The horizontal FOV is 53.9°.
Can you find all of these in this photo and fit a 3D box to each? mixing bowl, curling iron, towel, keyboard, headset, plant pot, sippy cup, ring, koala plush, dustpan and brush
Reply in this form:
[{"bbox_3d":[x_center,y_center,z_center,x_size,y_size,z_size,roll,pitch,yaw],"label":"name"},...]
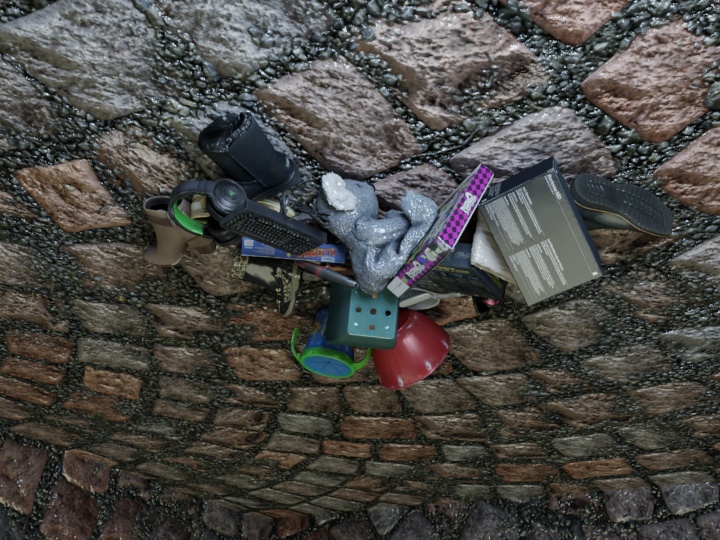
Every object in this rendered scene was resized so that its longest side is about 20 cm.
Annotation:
[{"bbox_3d":[0.099,0.163,1.628,0.196,0.202,0.110,-19,116,34],"label":"mixing bowl"},{"bbox_3d":[-0.060,0.004,1.301,0.049,0.026,0.198,13,-179,-34],"label":"curling iron"},{"bbox_3d":[0.284,-0.042,1.290,0.196,0.136,0.034,22,161,-29],"label":"towel"},{"bbox_3d":[-0.123,-0.073,1.159,0.125,0.021,0.198,-31,151,27],"label":"keyboard"},{"bbox_3d":[-0.218,-0.106,1.178,0.194,0.096,0.125,9,147,-4],"label":"headset"},{"bbox_3d":[0.011,0.081,1.372,0.137,0.146,0.200,6,177,-6],"label":"plant pot"},{"bbox_3d":[-0.067,0.166,1.674,0.174,0.134,0.139,21,151,-19],"label":"sippy cup"},{"bbox_3d":[0.000,0.000,1.435,0.194,0.020,0.200,7,177,0],"label":"ring"},{"bbox_3d":[0.001,-0.084,1.242,0.198,0.186,0.177,38,167,-4],"label":"koala plush"},{"bbox_3d":[0.141,0.049,1.526,0.196,0.059,0.139,-18,146,28],"label":"dustpan and brush"}]

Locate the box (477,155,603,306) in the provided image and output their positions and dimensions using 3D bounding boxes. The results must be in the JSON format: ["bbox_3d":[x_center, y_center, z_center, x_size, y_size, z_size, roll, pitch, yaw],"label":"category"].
[{"bbox_3d":[0.304,-0.064,1.193,0.138,0.079,0.203,-23,106,26],"label":"box"}]

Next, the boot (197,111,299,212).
[{"bbox_3d":[-0.221,-0.177,1.186,0.195,0.078,0.168,-18,146,23],"label":"boot"}]

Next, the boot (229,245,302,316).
[{"bbox_3d":[-0.204,0.020,1.524,0.149,0.075,0.205,14,148,-7],"label":"boot"}]

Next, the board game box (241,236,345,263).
[{"bbox_3d":[-0.124,-0.042,1.373,0.193,0.036,0.135,5,-176,0],"label":"board game box"}]

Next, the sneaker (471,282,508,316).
[{"bbox_3d":[0.281,0.031,1.460,0.074,0.086,0.202,6,149,-4],"label":"sneaker"}]

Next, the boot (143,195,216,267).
[{"bbox_3d":[-0.379,-0.082,1.387,0.194,0.072,0.147,-9,140,20],"label":"boot"}]

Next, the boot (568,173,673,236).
[{"bbox_3d":[0.436,-0.092,1.260,0.195,0.079,0.139,24,151,-5],"label":"boot"}]

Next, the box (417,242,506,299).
[{"bbox_3d":[0.167,-0.006,1.375,0.196,0.052,0.157,8,162,36],"label":"box"}]

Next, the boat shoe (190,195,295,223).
[{"bbox_3d":[-0.219,-0.096,1.322,0.194,0.078,0.072,8,149,-7],"label":"boat shoe"}]

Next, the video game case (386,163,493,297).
[{"bbox_3d":[0.136,-0.067,1.212,0.035,0.202,0.181,37,143,-4],"label":"video game case"}]
